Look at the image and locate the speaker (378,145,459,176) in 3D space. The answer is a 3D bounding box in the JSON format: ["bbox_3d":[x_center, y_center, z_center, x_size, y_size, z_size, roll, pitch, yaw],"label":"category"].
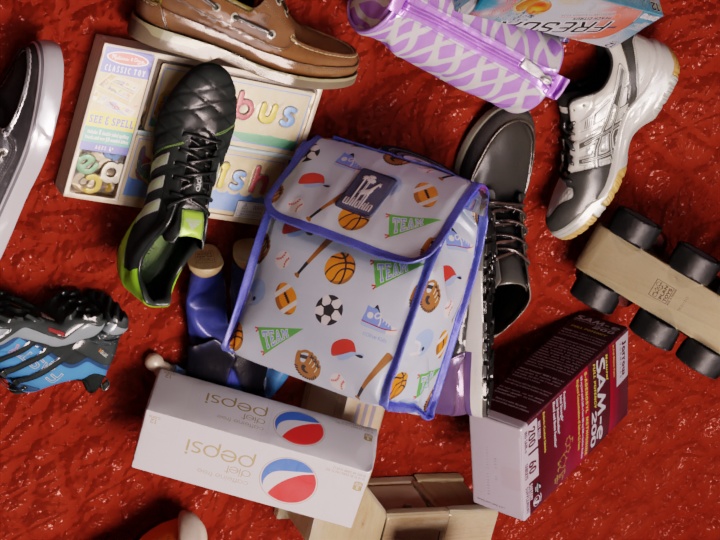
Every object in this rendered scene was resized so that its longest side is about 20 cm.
[{"bbox_3d":[0.015,-0.004,1.471,0.081,0.081,0.200,13,108,-32],"label":"speaker"}]

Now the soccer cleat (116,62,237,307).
[{"bbox_3d":[-0.138,-0.065,1.326,0.067,0.081,0.200,11,109,-32],"label":"soccer cleat"}]

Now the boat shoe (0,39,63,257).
[{"bbox_3d":[-0.288,-0.088,1.281,0.066,0.070,0.200,12,117,-33],"label":"boat shoe"}]

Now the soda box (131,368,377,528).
[{"bbox_3d":[-0.090,0.153,1.439,0.200,0.064,0.068,16,122,-4],"label":"soda box"}]

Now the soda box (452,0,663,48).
[{"bbox_3d":[0.162,-0.242,1.397,0.200,0.069,0.064,5,155,-41],"label":"soda box"}]

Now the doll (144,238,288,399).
[{"bbox_3d":[-0.120,0.071,1.460,0.136,0.048,0.200,-8,121,-14],"label":"doll"}]

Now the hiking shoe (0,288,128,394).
[{"bbox_3d":[-0.285,0.064,1.352,0.200,0.074,0.087,4,112,-30],"label":"hiking shoe"}]

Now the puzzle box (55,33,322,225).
[{"bbox_3d":[-0.138,-0.111,1.369,0.200,0.025,0.133,7,111,-30],"label":"puzzle box"}]

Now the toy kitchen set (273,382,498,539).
[{"bbox_3d":[0.056,0.194,1.546,0.200,0.163,0.181,2,114,-29],"label":"toy kitchen set"}]

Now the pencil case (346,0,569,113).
[{"bbox_3d":[0.083,-0.197,1.403,0.200,0.086,0.084,21,109,-33],"label":"pencil case"}]

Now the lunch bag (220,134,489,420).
[{"bbox_3d":[0.000,0.000,1.371,0.124,0.170,0.200,22,88,-64],"label":"lunch bag"}]

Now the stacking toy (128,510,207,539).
[{"bbox_3d":[-0.229,0.299,1.499,0.199,0.146,0.146,-8,120,-2],"label":"stacking toy"}]

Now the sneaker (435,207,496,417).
[{"bbox_3d":[0.069,0.025,1.426,0.087,0.076,0.201,2,92,11],"label":"sneaker"}]

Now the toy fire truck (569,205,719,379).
[{"bbox_3d":[0.314,0.000,1.609,0.129,0.176,0.200,-62,167,12],"label":"toy fire truck"}]

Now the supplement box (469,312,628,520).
[{"bbox_3d":[0.183,0.136,1.595,0.200,0.061,0.109,-38,133,-43],"label":"supplement box"}]

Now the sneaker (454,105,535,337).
[{"bbox_3d":[0.129,-0.043,1.494,0.075,0.106,0.200,4,113,-29],"label":"sneaker"}]

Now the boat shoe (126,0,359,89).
[{"bbox_3d":[-0.082,-0.195,1.324,0.200,0.072,0.068,9,112,-31],"label":"boat shoe"}]

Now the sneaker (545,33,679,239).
[{"bbox_3d":[0.206,-0.128,1.524,0.088,0.076,0.200,23,100,-19],"label":"sneaker"}]
